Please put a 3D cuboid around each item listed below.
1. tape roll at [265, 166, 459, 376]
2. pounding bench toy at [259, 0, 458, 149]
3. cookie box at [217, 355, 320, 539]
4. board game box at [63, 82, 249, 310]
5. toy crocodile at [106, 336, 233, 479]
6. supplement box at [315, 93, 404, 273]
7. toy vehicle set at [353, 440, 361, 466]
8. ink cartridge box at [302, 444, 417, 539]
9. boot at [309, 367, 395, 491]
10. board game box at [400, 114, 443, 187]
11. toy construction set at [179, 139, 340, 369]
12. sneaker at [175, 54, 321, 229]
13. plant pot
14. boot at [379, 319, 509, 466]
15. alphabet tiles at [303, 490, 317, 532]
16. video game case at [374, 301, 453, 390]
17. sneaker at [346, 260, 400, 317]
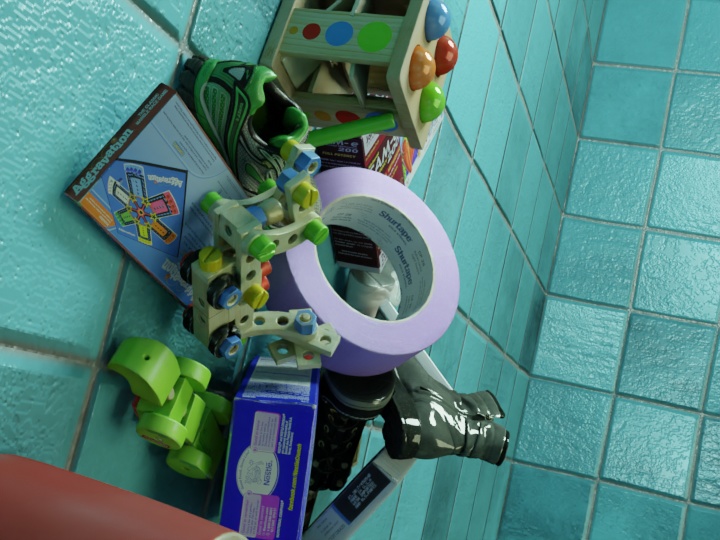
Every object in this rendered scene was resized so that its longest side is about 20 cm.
[{"bbox_3d":[0.000,0.000,0.952,0.066,0.200,0.201,-38,-159,50],"label":"tape roll"},{"bbox_3d":[-0.001,-0.174,0.916,0.124,0.155,0.201,60,44,-62],"label":"pounding bench toy"},{"bbox_3d":[-0.084,0.181,0.889,0.200,0.075,0.172,-106,-156,-85],"label":"cookie box"},{"bbox_3d":[-0.140,-0.047,0.738,0.103,0.019,0.200,-53,154,-12],"label":"board game box"},{"bbox_3d":[-0.153,0.121,0.794,0.200,0.061,0.068,76,30,-59],"label":"toy crocodile"},{"bbox_3d":[0.005,-0.107,1.114,0.201,0.060,0.109,80,28,-43],"label":"supplement box"},{"bbox_3d":[-0.040,0.202,1.191,0.200,0.026,0.125,-7,106,-70],"label":"toy vehicle set"},{"bbox_3d":[0.000,0.255,1.081,0.198,0.047,0.200,-52,173,20],"label":"ink cartridge box"},{"bbox_3d":[-0.019,0.167,1.007,0.204,0.073,0.155,-130,-129,-78],"label":"boot"},{"bbox_3d":[0.054,-0.198,1.230,0.135,0.044,0.201,81,27,-43],"label":"board game box"},{"bbox_3d":[-0.079,0.003,0.786,0.131,0.092,0.201,-34,136,-32],"label":"toy construction set"},{"bbox_3d":[-0.077,-0.097,0.812,0.078,0.085,0.200,-68,150,-23],"label":"sneaker"},{"bbox_3d":[-0.165,0.221,0.583,0.200,0.176,0.202,4,90,-71],"label":"plant pot"},{"bbox_3d":[0.082,0.137,1.044,0.201,0.130,0.068,-106,-152,-52],"label":"boot"},{"bbox_3d":[-0.112,0.341,1.049,0.200,0.008,0.168,-7,114,-66],"label":"alphabet tiles"},{"bbox_3d":[0.054,0.134,1.191,0.017,0.143,0.200,-30,164,-19],"label":"video game case"},{"bbox_3d":[0.024,0.024,1.247,0.200,0.070,0.081,-24,137,-64],"label":"sneaker"}]
